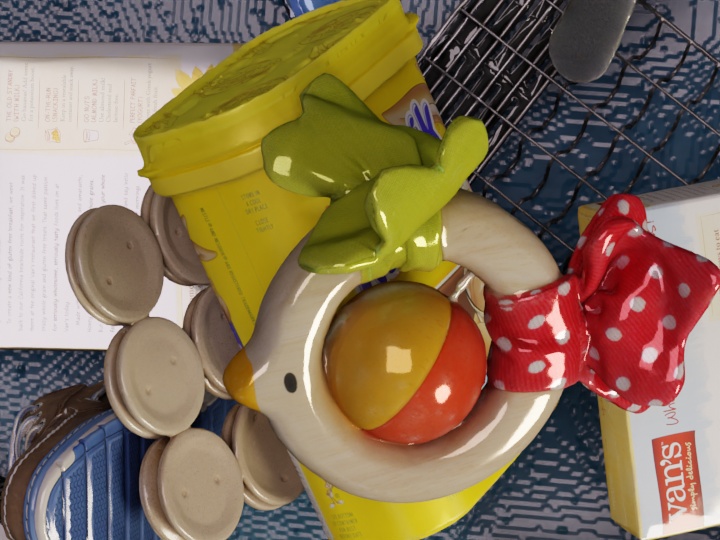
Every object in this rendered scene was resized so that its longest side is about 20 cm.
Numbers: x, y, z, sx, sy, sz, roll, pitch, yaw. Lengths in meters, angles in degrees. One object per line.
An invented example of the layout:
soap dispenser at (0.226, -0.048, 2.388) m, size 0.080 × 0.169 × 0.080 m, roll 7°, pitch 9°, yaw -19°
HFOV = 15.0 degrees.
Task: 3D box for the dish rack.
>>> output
dish rack at (0.114, -0.046, 1.244) m, size 0.200 × 0.055 × 0.154 m, roll 39°, pitch 91°, yaw 7°

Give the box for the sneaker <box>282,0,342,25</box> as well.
sneaker at (-0.012, -0.167, 1.253) m, size 0.078 × 0.066 × 0.201 m, roll -20°, pitch 86°, yaw 1°

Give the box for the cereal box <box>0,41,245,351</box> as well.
cereal box at (-0.126, -0.034, 1.273) m, size 0.198 × 0.040 × 0.145 m, roll 2°, pitch 88°, yaw 6°

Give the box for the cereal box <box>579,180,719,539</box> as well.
cereal box at (0.199, 0.027, 1.190) m, size 0.199 × 0.040 × 0.145 m, roll -10°, pitch 102°, yaw -13°

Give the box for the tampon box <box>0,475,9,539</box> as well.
tampon box at (-0.132, 0.197, 1.223) m, size 0.199 × 0.126 × 0.151 m, roll 26°, pitch 92°, yaw 5°

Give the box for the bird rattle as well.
bird rattle at (0.035, 0.017, 1.083) m, size 0.199 × 0.113 × 0.163 m, roll 32°, pitch 102°, yaw -32°

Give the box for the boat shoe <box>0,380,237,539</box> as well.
boat shoe at (-0.114, 0.087, 1.193) m, size 0.072 × 0.200 × 0.073 m, roll 6°, pitch 98°, yaw 20°

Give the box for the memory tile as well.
memory tile at (-0.045, 0.022, 1.192) m, size 0.017 × 0.200 × 0.154 m, roll -14°, pitch 100°, yaw 39°

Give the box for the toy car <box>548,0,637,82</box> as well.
toy car at (0.141, -0.179, 1.193) m, size 0.200 × 0.158 × 0.165 m, roll -42°, pitch 63°, yaw 13°

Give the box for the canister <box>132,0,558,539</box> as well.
canister at (0.000, 0.000, 1.170) m, size 0.086 × 0.149 × 0.201 m, roll -14°, pitch 108°, yaw 34°
